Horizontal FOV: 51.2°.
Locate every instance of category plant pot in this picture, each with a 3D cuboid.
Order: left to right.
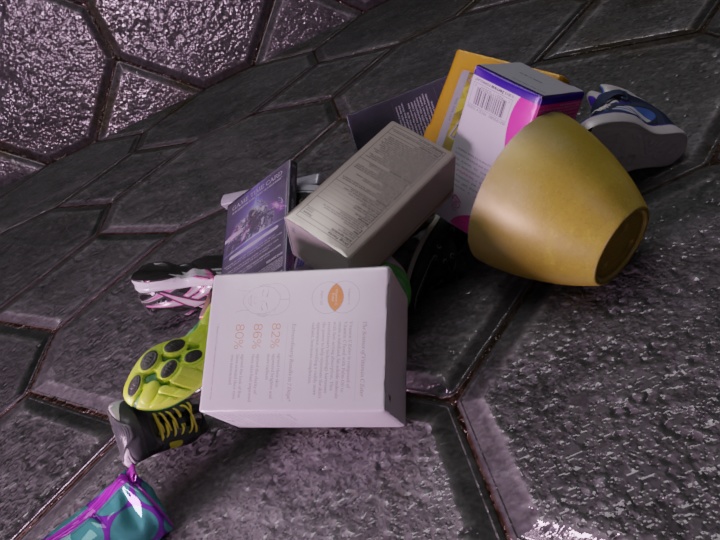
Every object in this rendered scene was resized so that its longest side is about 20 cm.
[{"bbox_3d":[0.244,-0.062,0.869,0.200,0.200,0.142,-38,55,-22],"label":"plant pot"}]

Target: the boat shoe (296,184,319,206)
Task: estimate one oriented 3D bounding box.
[{"bbox_3d":[-0.056,-0.076,1.012,0.199,0.069,0.057,-3,33,34],"label":"boat shoe"}]

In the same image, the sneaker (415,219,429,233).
[{"bbox_3d":[0.037,-0.090,1.067,0.075,0.107,0.200,-28,-1,-2],"label":"sneaker"}]

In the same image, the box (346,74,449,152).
[{"bbox_3d":[0.106,-0.222,1.227,0.199,0.118,0.197,-19,-2,14],"label":"box"}]

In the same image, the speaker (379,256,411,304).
[{"bbox_3d":[0.000,0.000,0.989,0.088,0.089,0.200,-29,25,-5],"label":"speaker"}]

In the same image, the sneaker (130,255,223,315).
[{"bbox_3d":[-0.273,0.031,1.250,0.199,0.087,0.080,-2,31,1],"label":"sneaker"}]

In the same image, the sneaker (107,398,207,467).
[{"bbox_3d":[-0.235,0.178,0.887,0.084,0.075,0.200,-19,-7,-4],"label":"sneaker"}]

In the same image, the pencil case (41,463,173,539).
[{"bbox_3d":[-0.302,0.298,0.792,0.200,0.093,0.085,-35,28,-18],"label":"pencil case"}]

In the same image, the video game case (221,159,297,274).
[{"bbox_3d":[-0.138,-0.036,1.007,0.143,0.019,0.201,-30,47,36],"label":"video game case"}]

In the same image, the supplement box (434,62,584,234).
[{"bbox_3d":[0.181,-0.144,0.939,0.103,0.201,0.101,-17,43,-42],"label":"supplement box"}]

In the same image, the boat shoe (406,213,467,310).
[{"bbox_3d":[0.114,-0.021,1.012,0.066,0.075,0.200,19,52,15],"label":"boat shoe"}]

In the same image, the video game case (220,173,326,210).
[{"bbox_3d":[-0.081,-0.076,1.148,0.181,0.200,0.022,-7,62,32],"label":"video game case"}]

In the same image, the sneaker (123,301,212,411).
[{"bbox_3d":[-0.195,0.107,0.884,0.074,0.084,0.200,34,41,10],"label":"sneaker"}]

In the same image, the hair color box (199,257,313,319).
[{"bbox_3d":[-0.133,0.032,1.135,0.199,0.064,0.111,-20,29,15],"label":"hair color box"}]

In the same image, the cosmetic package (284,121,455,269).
[{"bbox_3d":[0.016,-0.080,0.901,0.103,0.073,0.200,34,64,25],"label":"cosmetic package"}]

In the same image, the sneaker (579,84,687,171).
[{"bbox_3d":[0.333,-0.202,1.028,0.199,0.081,0.147,-3,38,-29],"label":"sneaker"}]

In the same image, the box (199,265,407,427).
[{"bbox_3d":[-0.055,0.087,0.814,0.199,0.106,0.153,-2,69,14],"label":"box"}]

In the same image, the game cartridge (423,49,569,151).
[{"bbox_3d":[0.177,-0.197,1.065,0.176,0.032,0.201,25,96,32],"label":"game cartridge"}]
